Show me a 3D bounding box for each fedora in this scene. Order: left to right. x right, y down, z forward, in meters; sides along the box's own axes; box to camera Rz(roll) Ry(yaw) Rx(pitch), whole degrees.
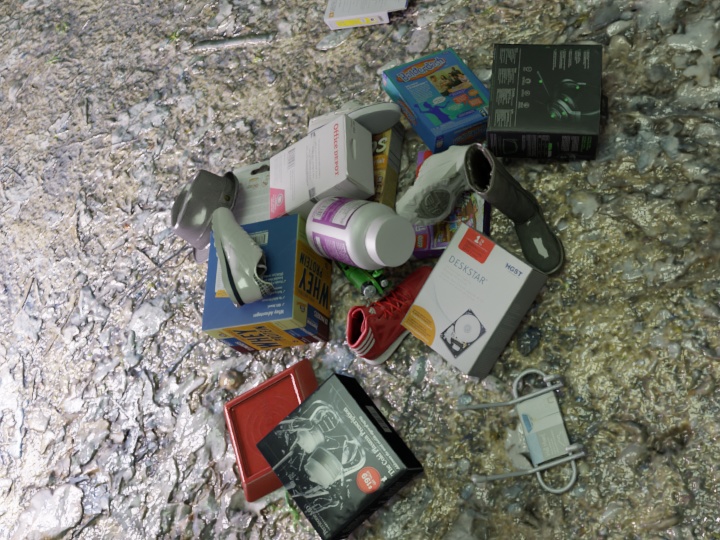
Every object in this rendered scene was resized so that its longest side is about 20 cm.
[{"bbox_3d":[-0.321,-0.122,1.797,0.176,0.090,0.202,-18,51,57],"label":"fedora"}]

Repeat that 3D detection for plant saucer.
[{"bbox_3d":[-0.155,0.281,1.609,0.199,0.037,0.201,-30,58,15],"label":"plant saucer"}]

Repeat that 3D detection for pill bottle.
[{"bbox_3d":[0.002,-0.062,1.518,0.199,0.112,0.113,17,77,54],"label":"pill bottle"}]

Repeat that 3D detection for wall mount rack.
[{"bbox_3d":[0.247,0.245,1.380,0.173,0.075,0.202,-23,59,18],"label":"wall mount rack"}]

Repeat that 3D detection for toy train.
[{"bbox_3d":[0.000,0.000,1.589,0.056,0.042,0.200,-36,25,-4],"label":"toy train"}]

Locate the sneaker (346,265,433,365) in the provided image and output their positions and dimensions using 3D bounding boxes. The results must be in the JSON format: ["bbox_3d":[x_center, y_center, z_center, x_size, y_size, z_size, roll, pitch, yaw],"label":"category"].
[{"bbox_3d":[0.053,0.067,1.536,0.078,0.115,0.201,33,89,33],"label":"sneaker"}]

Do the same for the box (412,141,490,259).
[{"bbox_3d":[0.163,-0.124,1.604,0.136,0.039,0.202,-4,68,26],"label":"box"}]

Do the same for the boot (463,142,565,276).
[{"bbox_3d":[0.248,-0.096,1.448,0.072,0.200,0.183,-31,58,14],"label":"boot"}]

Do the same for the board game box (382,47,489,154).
[{"bbox_3d":[0.151,-0.315,1.650,0.151,0.045,0.201,-22,56,-15],"label":"board game box"}]

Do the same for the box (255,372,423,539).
[{"bbox_3d":[-0.034,0.304,1.467,0.182,0.104,0.200,-43,69,7],"label":"box"}]

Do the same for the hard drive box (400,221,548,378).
[{"bbox_3d":[0.185,0.049,1.474,0.155,0.077,0.201,35,99,33],"label":"hard drive box"}]

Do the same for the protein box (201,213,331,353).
[{"bbox_3d":[-0.170,0.028,1.664,0.197,0.135,0.202,-10,65,25],"label":"protein box"}]

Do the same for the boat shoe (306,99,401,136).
[{"bbox_3d":[-0.015,-0.289,1.691,0.199,0.071,0.070,-17,62,30],"label":"boat shoe"}]

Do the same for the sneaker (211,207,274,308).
[{"bbox_3d":[-0.209,-0.030,1.594,0.080,0.076,0.201,-22,64,6],"label":"sneaker"}]

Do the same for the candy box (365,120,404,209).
[{"bbox_3d":[0.012,-0.191,1.706,0.114,0.055,0.202,-3,68,29],"label":"candy box"}]

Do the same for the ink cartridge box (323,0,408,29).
[{"bbox_3d":[0.034,-0.606,1.880,0.198,0.047,0.199,3,70,28],"label":"ink cartridge box"}]

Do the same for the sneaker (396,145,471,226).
[{"bbox_3d":[0.127,-0.148,1.556,0.200,0.078,0.099,-38,37,-23],"label":"sneaker"}]

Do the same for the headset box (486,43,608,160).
[{"bbox_3d":[0.320,-0.287,1.530,0.198,0.093,0.176,2,70,11],"label":"headset box"}]

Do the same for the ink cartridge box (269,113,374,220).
[{"bbox_3d":[-0.073,-0.174,1.663,0.199,0.082,0.148,-25,54,35],"label":"ink cartridge box"}]

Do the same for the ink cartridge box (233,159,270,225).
[{"bbox_3d":[-0.199,-0.130,1.812,0.161,0.057,0.201,-10,48,25],"label":"ink cartridge box"}]
